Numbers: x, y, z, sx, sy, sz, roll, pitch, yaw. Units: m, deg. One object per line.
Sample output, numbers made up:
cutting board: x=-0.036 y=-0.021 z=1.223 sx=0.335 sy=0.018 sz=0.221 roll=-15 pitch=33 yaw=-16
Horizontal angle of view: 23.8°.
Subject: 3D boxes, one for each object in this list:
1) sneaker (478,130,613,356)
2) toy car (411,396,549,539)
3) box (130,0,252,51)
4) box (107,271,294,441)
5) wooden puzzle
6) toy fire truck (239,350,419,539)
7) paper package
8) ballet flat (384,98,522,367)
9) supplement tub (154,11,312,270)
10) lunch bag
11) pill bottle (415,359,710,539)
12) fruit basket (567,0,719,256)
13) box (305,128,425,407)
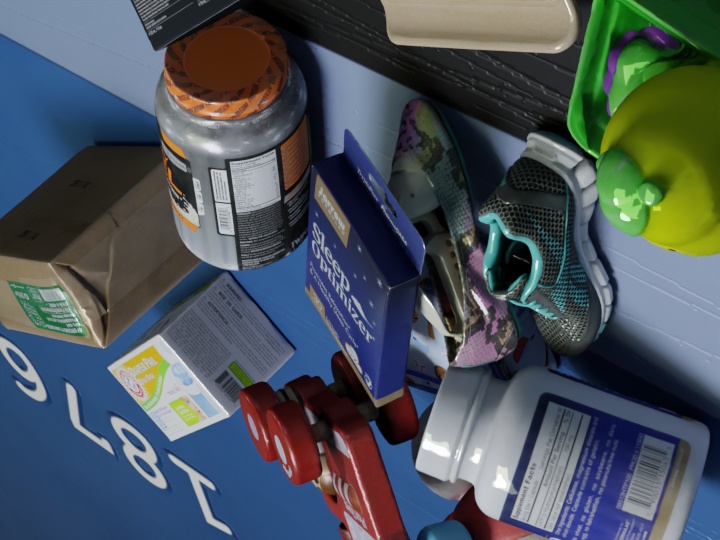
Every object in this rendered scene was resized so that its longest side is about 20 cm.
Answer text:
sneaker: x=0.122 y=-0.003 z=1.213 sx=0.077 sy=0.091 sz=0.201 roll=26 pitch=148 yaw=37
toy car: x=0.103 y=0.168 z=1.450 sx=0.177 sy=0.183 sz=0.202 roll=127 pitch=127 yaw=-64
box: x=-0.111 y=-0.253 z=1.205 sx=0.199 sy=0.079 sz=0.142 roll=-12 pitch=108 yaw=61
box: x=-0.170 y=0.093 z=1.778 sx=0.113 sy=0.101 sz=0.200 roll=49 pitch=154 yaw=-5
wooden puzzle: x=0.047 y=-0.235 z=1.073 sx=0.184 sy=0.037 sz=0.201 roll=12 pitch=133 yaw=50
toy fire truck: x=-0.014 y=0.165 z=1.417 sx=0.200 sy=0.111 sz=0.170 roll=-159 pitch=51 yaw=-70
paper package: x=-0.254 y=-0.027 z=1.637 sx=0.199 sy=0.191 sz=0.104 roll=6 pitch=134 yaw=52
ballet flat: x=0.056 y=-0.023 z=1.246 sx=0.069 sy=0.071 sz=0.202 roll=-6 pitch=105 yaw=67
supplement tub: x=-0.100 y=-0.103 z=1.373 sx=0.122 sy=0.122 sz=0.201 roll=34 pitch=151 yaw=24
lunch bag: x=0.063 y=0.043 z=1.390 sx=0.199 sy=0.076 sz=0.161 roll=18 pitch=144 yaw=47
pill bottle: x=0.148 y=0.139 z=1.274 sx=0.198 sy=0.120 sz=0.120 roll=19 pitch=149 yaw=8
fruit basket: x=0.190 y=-0.059 z=0.908 sx=0.215 sy=0.216 sz=0.156 roll=37 pitch=152 yaw=20
box: x=0.000 y=0.000 z=1.267 sx=0.122 sy=0.032 sz=0.201 roll=58 pitch=158 yaw=29
